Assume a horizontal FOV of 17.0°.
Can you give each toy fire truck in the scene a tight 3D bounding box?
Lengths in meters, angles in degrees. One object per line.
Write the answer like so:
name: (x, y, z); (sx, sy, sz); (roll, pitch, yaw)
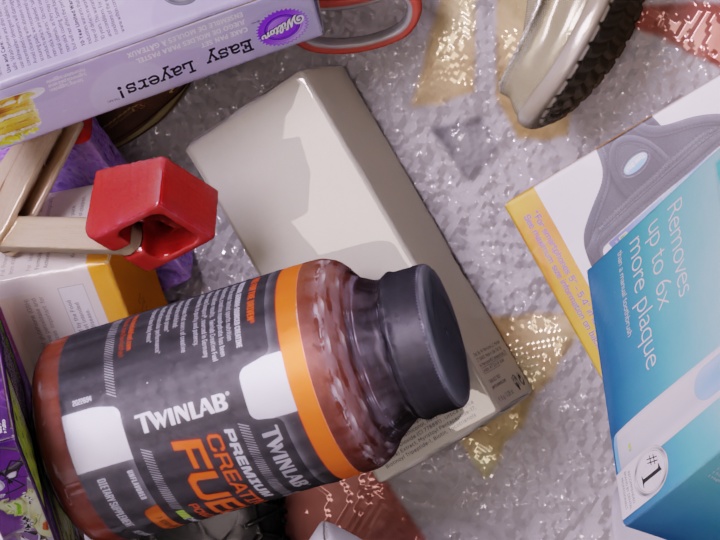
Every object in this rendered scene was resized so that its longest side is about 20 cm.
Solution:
toy fire truck: (-0.165, -0.060, 1.204); (0.199, 0.049, 0.142); (-14, 65, 29)

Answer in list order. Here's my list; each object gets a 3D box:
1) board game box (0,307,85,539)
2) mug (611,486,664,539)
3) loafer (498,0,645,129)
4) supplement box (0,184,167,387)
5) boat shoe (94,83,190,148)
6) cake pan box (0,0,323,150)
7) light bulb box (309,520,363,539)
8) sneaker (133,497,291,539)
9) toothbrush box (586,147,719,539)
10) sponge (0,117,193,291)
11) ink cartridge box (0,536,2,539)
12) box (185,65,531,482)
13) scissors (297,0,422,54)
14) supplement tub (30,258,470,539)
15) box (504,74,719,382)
board game box: (-0.164, 0.104, 1.185); (0.032, 0.121, 0.201); (-13, 136, 0)
mug: (0.219, 0.163, 1.159); (0.152, 0.187, 0.150); (-17, 58, 13)
loafer: (0.111, -0.166, 1.172); (0.068, 0.076, 0.201); (26, 96, 16)
supplement box: (-0.203, 0.038, 1.265); (0.198, 0.074, 0.127); (-10, 128, 9)
boat shoe: (-0.111, -0.125, 1.259); (0.200, 0.068, 0.072); (-36, 84, 21)
cake pan box: (-0.131, -0.170, 1.177); (0.183, 0.052, 0.201); (-20, 57, -3)
light bulb box: (0.014, 0.270, 1.201); (0.199, 0.125, 0.199); (30, 108, -12)
sneaker: (-0.067, 0.157, 1.281); (0.091, 0.076, 0.200); (-39, 85, 14)
toothbrush box: (0.196, 0.014, 1.047); (0.200, 0.085, 0.147); (-44, 37, 40)
sponge: (-0.199, -0.003, 1.301); (0.199, 0.030, 0.112); (-25, 121, 20)
ink cartridge box: (-0.179, 0.243, 1.285); (0.146, 0.048, 0.200); (-62, 33, 16)
box: (0.000, 0.000, 1.235); (0.082, 0.068, 0.201); (-30, 86, 21)
scissors: (-0.070, -0.131, 1.205); (0.198, 0.014, 0.074); (-11, 118, 3)
supplement tub: (-0.051, 0.058, 1.162); (0.199, 0.107, 0.108); (-17, 91, 15)
box: (0.183, -0.031, 1.178); (0.199, 0.041, 0.120); (-32, 86, 23)
